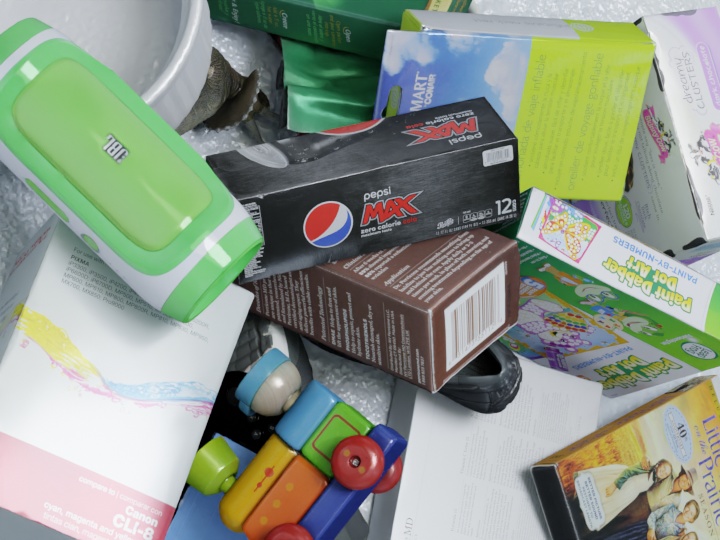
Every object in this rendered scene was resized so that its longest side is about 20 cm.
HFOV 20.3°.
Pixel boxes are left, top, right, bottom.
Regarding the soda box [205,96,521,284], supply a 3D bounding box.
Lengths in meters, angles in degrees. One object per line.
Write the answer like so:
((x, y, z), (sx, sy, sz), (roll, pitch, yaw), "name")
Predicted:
((0.003, -0.055, 1.325), (0.199, 0.071, 0.064), (-13, 123, -13), "soda box")

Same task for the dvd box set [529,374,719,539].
((0.220, 0.178, 1.498), (0.199, 0.029, 0.147), (-21, 96, -40), "dvd box set")

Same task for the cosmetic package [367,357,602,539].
((0.089, 0.161, 1.468), (0.150, 0.052, 0.201), (19, 70, -21), "cosmetic package")

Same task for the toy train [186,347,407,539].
((-0.071, 0.157, 1.294), (0.116, 0.085, 0.200), (39, 91, 14), "toy train")

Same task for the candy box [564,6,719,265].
((0.210, -0.083, 1.501), (0.071, 0.200, 0.169), (-10, 82, -25), "candy box")

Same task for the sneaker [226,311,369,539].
((-0.048, 0.117, 1.417), (0.084, 0.074, 0.202), (3, 74, -44), "sneaker")

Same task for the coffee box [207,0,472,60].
((-0.015, -0.219, 1.457), (0.199, 0.044, 0.123), (16, 54, 16), "coffee box")

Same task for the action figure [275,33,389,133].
((0.040, -0.125, 1.451), (0.198, 0.055, 0.119), (4, 48, -10), "action figure")

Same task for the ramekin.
((-0.194, -0.165, 1.360), (0.199, 0.098, 0.202), (-2, 74, 7), "ramekin")

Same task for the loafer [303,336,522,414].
((0.023, 0.038, 1.422), (0.200, 0.070, 0.068), (25, 76, 16), "loafer")

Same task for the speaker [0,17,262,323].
((-0.155, -0.062, 1.241), (0.200, 0.088, 0.088), (44, 64, 3), "speaker")

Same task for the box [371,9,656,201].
((0.097, -0.114, 1.396), (0.198, 0.048, 0.123), (1, 115, -18), "box")

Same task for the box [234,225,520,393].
((0.000, 0.000, 1.366), (0.100, 0.199, 0.075), (-36, 137, -37), "box")

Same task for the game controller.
((-0.092, 0.171, 1.345), (0.104, 0.042, 0.201), (26, 91, 19), "game controller")

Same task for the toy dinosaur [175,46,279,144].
((-0.145, -0.130, 1.425), (0.199, 0.077, 0.103), (-17, 72, -30), "toy dinosaur")

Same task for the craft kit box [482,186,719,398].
((0.156, 0.022, 1.451), (0.196, 0.200, 0.049), (23, 70, -16), "craft kit box")

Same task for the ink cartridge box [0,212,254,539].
((-0.182, 0.085, 1.313), (0.144, 0.145, 0.201), (25, 69, -15), "ink cartridge box")

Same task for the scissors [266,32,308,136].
((-0.046, -0.165, 1.514), (0.073, 0.014, 0.201), (-26, 87, -25), "scissors")

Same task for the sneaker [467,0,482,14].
((0.061, -0.148, 1.520), (0.078, 0.079, 0.201), (-27, 90, -28), "sneaker")
